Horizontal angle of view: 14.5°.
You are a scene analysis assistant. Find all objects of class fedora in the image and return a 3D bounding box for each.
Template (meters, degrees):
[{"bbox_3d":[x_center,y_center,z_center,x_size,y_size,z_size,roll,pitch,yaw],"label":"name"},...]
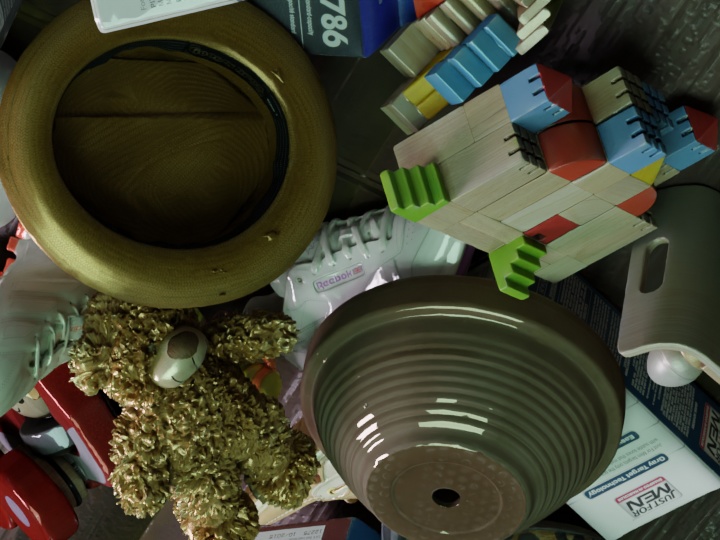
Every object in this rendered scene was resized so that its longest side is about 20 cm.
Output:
[{"bbox_3d":[-0.116,-0.070,1.621,0.201,0.201,0.082,33,167,-15],"label":"fedora"}]

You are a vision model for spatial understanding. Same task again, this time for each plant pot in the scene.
[{"bbox_3d":[0.058,0.104,1.706,0.201,0.093,0.201,6,137,5],"label":"plant pot"}]

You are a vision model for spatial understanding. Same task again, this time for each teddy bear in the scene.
[{"bbox_3d":[-0.091,0.087,1.662,0.145,0.067,0.200,-22,121,-18],"label":"teddy bear"}]

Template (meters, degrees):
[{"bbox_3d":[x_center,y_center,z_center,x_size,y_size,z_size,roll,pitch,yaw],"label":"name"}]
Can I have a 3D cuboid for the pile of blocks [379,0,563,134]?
[{"bbox_3d":[0.071,-0.152,1.563,0.062,0.082,0.200,44,117,-10],"label":"pile of blocks"}]

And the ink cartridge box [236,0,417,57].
[{"bbox_3d":[-0.053,-0.174,1.618,0.200,0.039,0.099,3,130,11],"label":"ink cartridge box"}]

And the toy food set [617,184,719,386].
[{"bbox_3d":[0.235,0.057,1.678,0.200,0.144,0.060,40,127,-21],"label":"toy food set"}]

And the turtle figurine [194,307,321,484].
[{"bbox_3d":[-0.103,0.051,1.772,0.161,0.064,0.200,21,159,43],"label":"turtle figurine"}]

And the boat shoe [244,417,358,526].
[{"bbox_3d":[-0.001,0.119,1.838,0.069,0.074,0.200,41,127,-14],"label":"boat shoe"}]

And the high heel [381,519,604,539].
[{"bbox_3d":[0.086,0.232,1.840,0.200,0.143,0.071,5,176,-38],"label":"high heel"}]

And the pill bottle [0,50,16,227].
[{"bbox_3d":[-0.263,-0.080,1.702,0.200,0.113,0.113,2,131,11],"label":"pill bottle"}]

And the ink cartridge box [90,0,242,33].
[{"bbox_3d":[-0.041,-0.195,1.494,0.200,0.145,0.083,-11,102,11],"label":"ink cartridge box"}]

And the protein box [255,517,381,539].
[{"bbox_3d":[-0.013,0.300,1.871,0.135,0.200,0.199,-11,142,43],"label":"protein box"}]

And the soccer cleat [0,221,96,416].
[{"bbox_3d":[-0.184,0.029,1.650,0.078,0.200,0.069,19,117,-3],"label":"soccer cleat"}]

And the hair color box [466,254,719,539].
[{"bbox_3d":[0.133,0.074,1.774,0.100,0.061,0.200,-31,117,34],"label":"hair color box"}]

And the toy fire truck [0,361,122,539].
[{"bbox_3d":[-0.215,0.073,1.785,0.168,0.112,0.200,57,161,-18],"label":"toy fire truck"}]

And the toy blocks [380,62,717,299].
[{"bbox_3d":[0.120,-0.062,1.610,0.137,0.100,0.200,-30,151,26],"label":"toy blocks"}]

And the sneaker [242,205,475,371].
[{"bbox_3d":[0.000,0.000,1.732,0.100,0.075,0.200,31,130,-15],"label":"sneaker"}]

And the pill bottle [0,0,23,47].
[{"bbox_3d":[-0.256,-0.146,1.582,0.116,0.200,0.116,7,132,8],"label":"pill bottle"}]
